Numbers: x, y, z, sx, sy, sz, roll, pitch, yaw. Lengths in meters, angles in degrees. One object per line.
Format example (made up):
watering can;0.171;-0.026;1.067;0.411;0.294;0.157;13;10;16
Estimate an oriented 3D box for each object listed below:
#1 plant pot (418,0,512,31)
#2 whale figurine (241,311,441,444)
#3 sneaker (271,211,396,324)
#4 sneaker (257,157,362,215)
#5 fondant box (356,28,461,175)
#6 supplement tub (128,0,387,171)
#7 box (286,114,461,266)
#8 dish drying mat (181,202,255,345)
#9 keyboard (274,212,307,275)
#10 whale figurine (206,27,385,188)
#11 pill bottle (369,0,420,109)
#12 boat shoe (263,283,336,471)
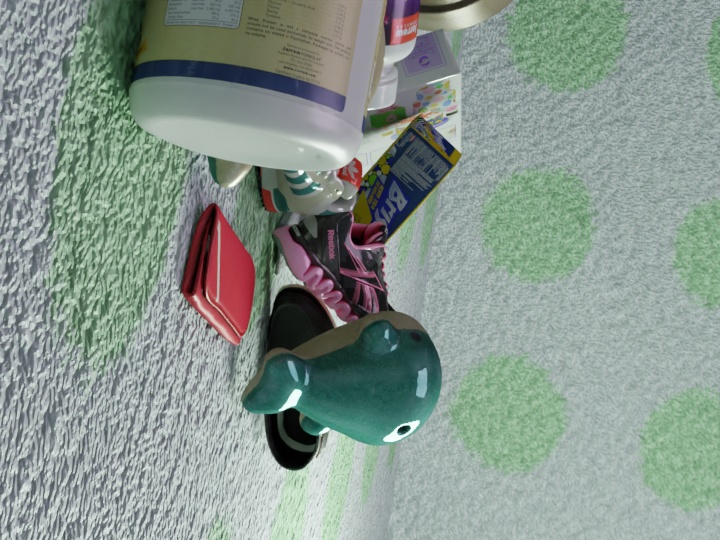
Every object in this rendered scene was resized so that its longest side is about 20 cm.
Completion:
plant pot;0.084;-0.396;1.553;0.174;0.198;0.202;50;48;-60
whale figurine;-0.010;0.111;1.304;0.160;0.199;0.104;-55;-128;34
sneaker;0.000;0.000;1.368;0.200;0.095;0.079;46;4;-47
sneaker;-0.044;-0.105;1.196;0.200;0.092;0.071;83;18;-66
fondant box;0.031;-0.164;1.478;0.200;0.143;0.059;80;-8;-70
supplement tub;-0.054;-0.172;0.839;0.144;0.143;0.202;50;50;-80
box;0.014;-0.062;1.433;0.200;0.064;0.070;-47;-177;18
dish drying mat;-0.109;0.007;1.126;0.200;0.018;0.078;68;31;-76
keyboard;-0.060;-0.060;1.448;0.200;0.011;0.057;-66;163;-63
whale figurine;-0.067;-0.150;1.043;0.200;0.103;0.160;-48;142;-32
pill bottle;0.002;-0.257;1.287;0.112;0.110;0.202;-66;163;-64
boat shoe;-0.062;0.110;1.399;0.063;0.073;0.203;-57;152;-55
